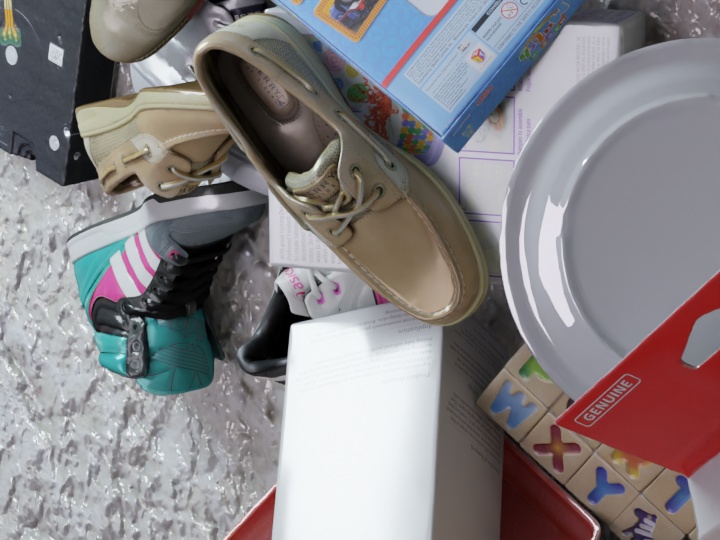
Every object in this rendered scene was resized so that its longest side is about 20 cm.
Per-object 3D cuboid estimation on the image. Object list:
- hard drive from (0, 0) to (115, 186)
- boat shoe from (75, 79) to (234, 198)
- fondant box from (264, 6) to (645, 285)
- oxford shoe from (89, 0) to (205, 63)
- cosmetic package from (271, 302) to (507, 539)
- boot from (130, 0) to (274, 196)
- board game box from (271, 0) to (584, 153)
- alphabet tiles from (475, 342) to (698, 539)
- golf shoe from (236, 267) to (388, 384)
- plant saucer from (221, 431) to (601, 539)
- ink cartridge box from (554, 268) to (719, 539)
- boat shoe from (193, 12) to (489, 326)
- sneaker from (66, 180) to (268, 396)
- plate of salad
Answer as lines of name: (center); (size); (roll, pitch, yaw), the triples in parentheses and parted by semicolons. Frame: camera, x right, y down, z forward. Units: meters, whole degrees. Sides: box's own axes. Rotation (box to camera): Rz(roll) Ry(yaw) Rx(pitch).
hard drive: (-0.216, -0.174, 1.609); (0.140, 0.038, 0.200); (29, 122, 36)
boat shoe: (-0.100, -0.077, 1.401); (0.200, 0.071, 0.065); (-3, 99, 62)
fondant box: (0.050, -0.070, 1.300); (0.200, 0.058, 0.145); (4, 106, 18)
oxford shoe: (-0.112, -0.193, 1.382); (0.071, 0.074, 0.200); (31, 124, 0)
cosmetic package: (0.015, 0.123, 1.334); (0.107, 0.085, 0.200); (-12, 57, 28)
boot: (-0.069, -0.120, 1.447); (0.200, 0.074, 0.096); (34, 131, 35)
board game box: (0.022, -0.180, 1.253); (0.200, 0.037, 0.151); (41, 93, 19)
alphabet tiles: (0.174, 0.089, 1.268); (0.200, 0.008, 0.167); (43, 130, 7)
golf shoe: (0.000, 0.000, 1.401); (0.073, 0.092, 0.200); (54, 131, 26)
plant saucer: (0.021, 0.172, 1.384); (0.200, 0.037, 0.200); (-47, 46, 0)
ink cartridge box: (0.220, 0.060, 1.131); (0.200, 0.176, 0.045); (-47, 34, 37)
boat shoe: (-0.014, -0.047, 1.262); (0.072, 0.065, 0.200); (-39, 89, 25)
sneaker: (-0.114, 0.016, 1.525); (0.200, 0.084, 0.121); (-21, 81, 54)
plate of salad: (0.168, -0.014, 1.192); (0.200, 0.048, 0.200); (0, 93, 0)
